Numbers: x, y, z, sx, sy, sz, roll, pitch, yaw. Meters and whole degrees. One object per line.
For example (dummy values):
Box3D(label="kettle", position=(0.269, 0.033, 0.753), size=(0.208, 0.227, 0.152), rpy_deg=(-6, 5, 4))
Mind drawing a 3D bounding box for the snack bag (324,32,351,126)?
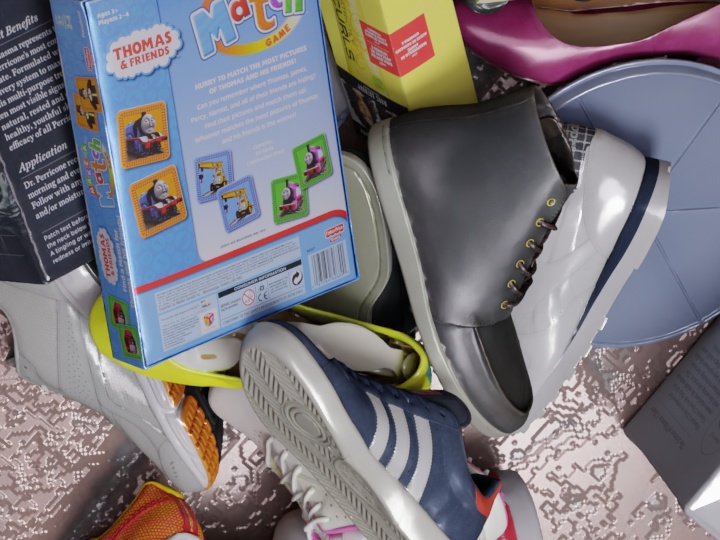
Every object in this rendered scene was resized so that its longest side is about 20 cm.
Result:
Box3D(label="snack bag", position=(-0.063, -0.146, 1.658), size=(0.021, 0.189, 0.201), rpy_deg=(-12, 109, 24))

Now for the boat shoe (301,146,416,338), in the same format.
Box3D(label="boat shoe", position=(0.002, 0.001, 1.738), size=(0.074, 0.066, 0.200), rpy_deg=(13, 130, 27))

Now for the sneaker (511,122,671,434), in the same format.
Box3D(label="sneaker", position=(0.109, 0.005, 1.744), size=(0.080, 0.076, 0.201), rpy_deg=(22, 112, -9))

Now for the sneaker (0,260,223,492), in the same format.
Box3D(label="sneaker", position=(-0.156, 0.054, 1.758), size=(0.092, 0.076, 0.201), rpy_deg=(-24, 110, 19))

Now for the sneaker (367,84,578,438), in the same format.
Box3D(label="sneaker", position=(0.084, -0.002, 1.674), size=(0.106, 0.075, 0.201), rpy_deg=(-14, 110, 18))

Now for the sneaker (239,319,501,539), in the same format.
Box3D(label="sneaker", position=(0.010, 0.082, 1.632), size=(0.085, 0.075, 0.200), rpy_deg=(-51, 127, -21))

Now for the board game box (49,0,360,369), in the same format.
Box3D(label="board game box", position=(-0.079, -0.068, 1.563), size=(0.151, 0.037, 0.201), rpy_deg=(-22, 115, -35))

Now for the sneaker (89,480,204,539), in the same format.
Box3D(label="sneaker", position=(-0.161, 0.211, 1.797), size=(0.073, 0.077, 0.200), rpy_deg=(32, 113, -35))

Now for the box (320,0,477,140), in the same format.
Box3D(label="box", position=(0.014, -0.152, 1.679), size=(0.050, 0.075, 0.201), rpy_deg=(-34, 135, -21))

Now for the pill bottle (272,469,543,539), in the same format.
Box3D(label="pill bottle", position=(0.010, 0.191, 1.789), size=(0.199, 0.111, 0.111), rpy_deg=(-10, 106, -6))

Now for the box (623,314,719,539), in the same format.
Box3D(label="box", position=(0.275, 0.075, 1.781), size=(0.106, 0.152, 0.200), rpy_deg=(38, 97, -17))

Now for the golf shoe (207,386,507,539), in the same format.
Box3D(label="golf shoe", position=(-0.015, 0.121, 1.728), size=(0.199, 0.075, 0.092), rpy_deg=(27, 63, 19))

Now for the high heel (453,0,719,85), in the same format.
Box3D(label="high heel", position=(0.149, -0.158, 1.732), size=(0.199, 0.068, 0.096), rpy_deg=(5, 135, -23))

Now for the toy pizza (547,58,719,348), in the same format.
Box3D(label="toy pizza", position=(0.165, -0.042, 1.780), size=(0.199, 0.032, 0.201), rpy_deg=(-6, 123, -9))

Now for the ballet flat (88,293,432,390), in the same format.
Box3D(label="ballet flat", position=(-0.053, 0.038, 1.676), size=(0.199, 0.067, 0.067), rpy_deg=(13, 77, -8))

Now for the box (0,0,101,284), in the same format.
Box3D(label="box", position=(-0.209, -0.108, 1.617), size=(0.124, 0.200, 0.198), rpy_deg=(-29, 109, -32))

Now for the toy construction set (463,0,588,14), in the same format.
Box3D(label="toy construction set", position=(0.096, -0.217, 1.698), size=(0.199, 0.092, 0.132), rpy_deg=(-12, 78, -5))
